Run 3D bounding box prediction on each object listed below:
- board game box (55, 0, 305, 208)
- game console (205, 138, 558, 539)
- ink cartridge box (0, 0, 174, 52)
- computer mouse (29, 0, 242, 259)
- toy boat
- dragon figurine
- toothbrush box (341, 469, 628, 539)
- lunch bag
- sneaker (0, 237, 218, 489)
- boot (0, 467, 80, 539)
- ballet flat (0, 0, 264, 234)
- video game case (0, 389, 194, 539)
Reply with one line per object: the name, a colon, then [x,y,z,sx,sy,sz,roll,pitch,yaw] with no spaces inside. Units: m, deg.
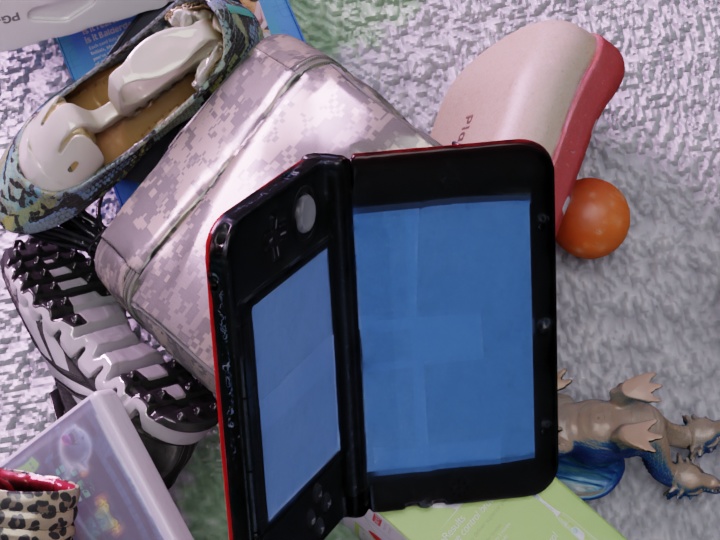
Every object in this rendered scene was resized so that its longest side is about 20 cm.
board game box: [-0.111,-0.132,1.187,0.151,0.045,0.201,-21,77,-6]
game console: [0.016,0.049,0.908,0.118,0.172,0.201,5,112,23]
ink cartridge box: [-0.208,-0.242,1.157,0.144,0.085,0.201,-16,49,-5]
computer mouse: [-0.112,-0.084,1.126,0.140,0.046,0.201,31,78,9]
toy boat: [0.114,-0.052,1.145,0.130,0.130,0.201,28,74,-25]
dragon figurine: [0.131,0.102,1.108,0.198,0.100,0.059,0,61,5]
toothbrush box: [0.067,0.150,1.060,0.200,0.146,0.086,42,78,9]
lunch bag: [-0.033,-0.011,1.035,0.200,0.168,0.139,-50,125,-3]
sneaker: [-0.166,0.062,1.119,0.066,0.091,0.200,-12,45,-44]
boot: [-0.245,0.186,1.045,0.202,0.073,0.155,5,96,19]
ballet flat: [-0.148,-0.097,1.080,0.200,0.074,0.074,-39,78,4]
video game case: [-0.164,0.200,1.059,0.181,0.023,0.201,-36,75,23]
